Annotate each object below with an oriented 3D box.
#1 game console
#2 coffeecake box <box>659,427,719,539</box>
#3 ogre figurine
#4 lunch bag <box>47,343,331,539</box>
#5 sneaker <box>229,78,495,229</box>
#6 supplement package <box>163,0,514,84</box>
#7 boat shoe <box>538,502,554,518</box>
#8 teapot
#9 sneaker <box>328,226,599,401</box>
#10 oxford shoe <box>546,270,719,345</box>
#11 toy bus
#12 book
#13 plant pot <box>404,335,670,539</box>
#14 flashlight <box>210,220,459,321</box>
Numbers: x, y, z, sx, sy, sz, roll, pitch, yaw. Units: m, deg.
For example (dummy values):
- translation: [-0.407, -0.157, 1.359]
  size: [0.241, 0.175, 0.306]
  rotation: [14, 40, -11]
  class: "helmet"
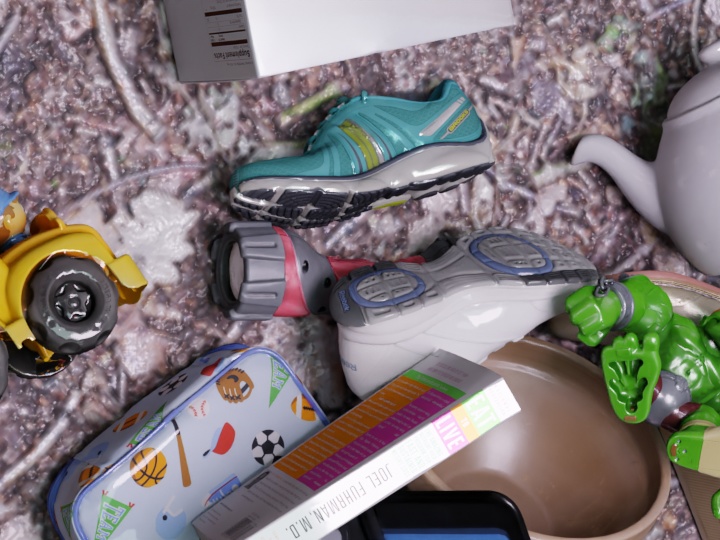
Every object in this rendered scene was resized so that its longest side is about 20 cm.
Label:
- translation: [0.030, 0.249, 1.665]
  size: [0.175, 0.116, 0.201]
  rotation: [-31, 119, -20]
  class: "game console"
- translation: [0.336, 0.127, 1.888]
  size: [0.199, 0.073, 0.154]
  rotation: [-27, 102, -22]
  class: "coffeecake box"
- translation: [0.214, 0.074, 1.723]
  size: [0.199, 0.120, 0.098]
  rotation: [31, 116, -3]
  class: "ogre figurine"
- translation: [-0.101, 0.157, 1.683]
  size: [0.200, 0.075, 0.161]
  rotation: [-40, 107, -19]
  class: "lunch bag"
- translation: [-0.005, -0.079, 1.732]
  size: [0.199, 0.077, 0.080]
  rotation: [-15, 79, -28]
  class: "sneaker"
- translation: [-0.028, -0.238, 1.659]
  size: [0.190, 0.147, 0.201]
  rotation: [-14, 98, -24]
  class: "supplement package"
- translation: [0.178, 0.252, 1.821]
  size: [0.072, 0.071, 0.201]
  rotation: [-31, 104, -20]
  class: "boat shoe"
- translation: [0.287, -0.099, 1.798]
  size: [0.199, 0.197, 0.147]
  rotation: [-29, 93, -32]
  class: "teapot"
- translation: [0.068, 0.029, 1.711]
  size: [0.199, 0.075, 0.088]
  rotation: [-13, 126, -21]
  class: "sneaker"
- translation: [0.226, 0.047, 1.803]
  size: [0.199, 0.071, 0.074]
  rotation: [3, 65, 0]
  class: "oxford shoe"
- translation: [-0.261, -0.002, 1.584]
  size: [0.199, 0.136, 0.193]
  rotation: [-31, 89, -23]
  class: "toy bus"
- translation: [-0.005, 0.123, 1.593]
  size: [0.199, 0.134, 0.048]
  rotation: [-31, 97, -10]
  class: "book"
- translation: [0.104, 0.143, 1.745]
  size: [0.200, 0.201, 0.093]
  rotation: [0, 132, -25]
  class: "plant pot"
- translation: [0.000, 0.000, 1.729]
  size: [0.199, 0.068, 0.068]
  rotation: [-1, 85, -24]
  class: "flashlight"
